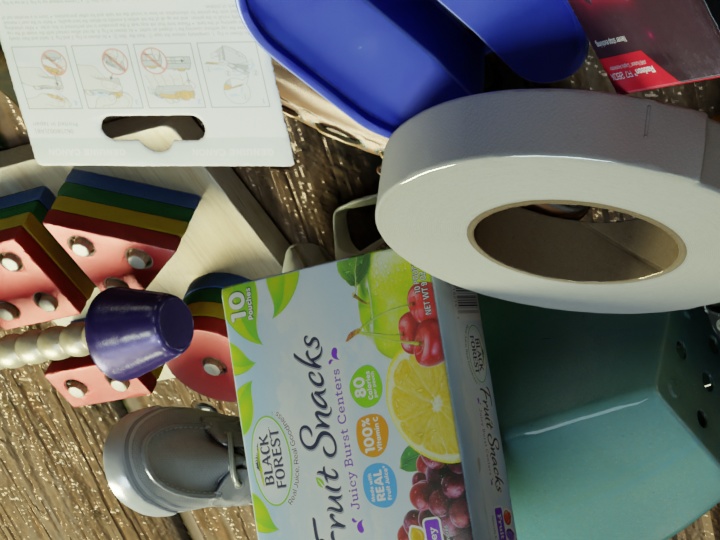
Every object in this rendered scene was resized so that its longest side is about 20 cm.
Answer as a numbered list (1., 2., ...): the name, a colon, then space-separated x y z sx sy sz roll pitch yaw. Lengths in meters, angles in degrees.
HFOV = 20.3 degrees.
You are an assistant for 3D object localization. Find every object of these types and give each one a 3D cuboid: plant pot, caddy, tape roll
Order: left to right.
1. caddy: 0.022 -0.153 0.955 0.141 0.105 0.200 -29 134 29
2. plant pot: 0.119 0.093 1.174 0.200 0.141 0.141 -21 125 35
3. tape roll: 0.107 -0.029 0.981 0.202 0.037 0.203 8 160 3

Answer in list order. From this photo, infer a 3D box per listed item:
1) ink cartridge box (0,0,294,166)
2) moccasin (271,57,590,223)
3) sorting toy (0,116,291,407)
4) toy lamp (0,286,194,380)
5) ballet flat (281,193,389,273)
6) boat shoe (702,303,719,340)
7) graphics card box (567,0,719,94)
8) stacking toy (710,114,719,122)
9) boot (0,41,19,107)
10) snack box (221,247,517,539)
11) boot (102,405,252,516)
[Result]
1. ink cartridge box: -0.119 -0.152 1.039 0.162 0.057 0.200 2 128 23
2. moccasin: 0.031 -0.077 1.066 0.201 0.074 0.078 21 146 1
3. sorting toy: -0.144 0.010 1.252 0.198 0.070 0.200 -11 131 34
4. toy lamp: -0.186 0.046 1.215 0.200 0.058 0.058 -10 131 36
5. ballet flat: 0.000 0.000 1.176 0.200 0.068 0.075 -34 84 33
6. boat shoe: 0.228 0.025 1.098 0.071 0.064 0.200 -16 128 37
7. graphics card box: 0.105 -0.172 0.840 0.200 0.051 0.125 62 167 -9
8. stacking toy: 0.255 -0.013 1.031 0.200 0.116 0.110 42 145 -3
9. boot: -0.226 -0.122 1.115 0.075 0.097 0.200 -15 128 38
10. snack box: 0.005 0.095 1.109 0.142 0.200 0.053 -14 172 33
11. boot: -0.071 0.114 1.288 0.095 0.074 0.200 -16 169 30
